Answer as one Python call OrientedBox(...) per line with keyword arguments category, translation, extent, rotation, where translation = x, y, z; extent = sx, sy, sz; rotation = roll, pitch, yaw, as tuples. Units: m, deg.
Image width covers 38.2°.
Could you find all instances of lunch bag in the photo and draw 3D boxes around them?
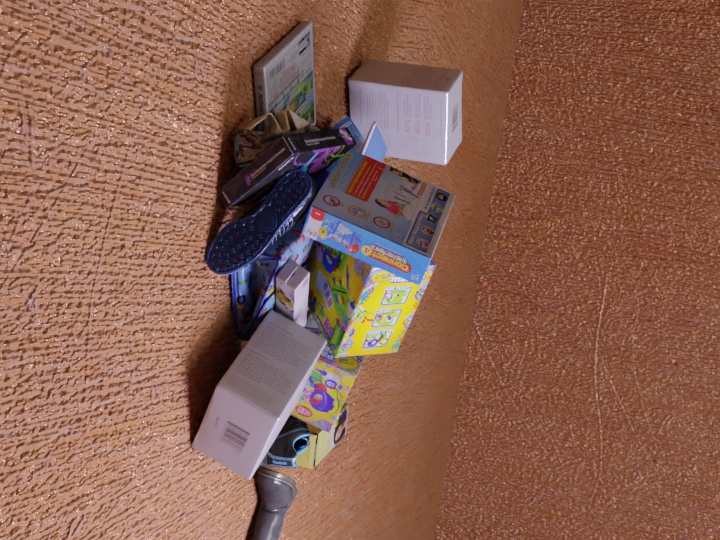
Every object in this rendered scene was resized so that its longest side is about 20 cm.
OrientedBox(category="lunch bag", translation=(-0.147, 0.009, 1.663), extent=(0.151, 0.093, 0.201), rotation=(-51, 159, -50))

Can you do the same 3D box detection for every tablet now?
OrientedBox(category="tablet", translation=(-0.001, -0.152, 1.837), extent=(0.130, 0.014, 0.201), rotation=(53, 56, -72))

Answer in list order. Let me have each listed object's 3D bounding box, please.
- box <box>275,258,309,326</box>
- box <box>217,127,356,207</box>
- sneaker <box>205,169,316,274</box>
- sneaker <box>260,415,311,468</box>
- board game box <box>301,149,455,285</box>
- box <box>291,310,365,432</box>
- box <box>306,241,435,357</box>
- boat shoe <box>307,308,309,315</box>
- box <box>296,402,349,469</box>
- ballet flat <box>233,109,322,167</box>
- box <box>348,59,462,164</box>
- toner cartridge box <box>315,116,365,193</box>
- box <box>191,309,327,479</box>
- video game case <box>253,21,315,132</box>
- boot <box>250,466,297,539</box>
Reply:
OrientedBox(category="box", translation=(-0.108, 0.048, 1.642), extent=(0.042, 0.039, 0.200), rotation=(-50, 167, -22))
OrientedBox(category="box", translation=(-0.107, -0.155, 1.557), extent=(0.036, 0.143, 0.200), rotation=(58, 29, 7))
OrientedBox(category="sneaker", translation=(-0.140, -0.065, 1.531), extent=(0.200, 0.070, 0.078), rotation=(-42, 170, 1))
OrientedBox(category="sneaker", translation=(-0.121, 0.297, 1.896), extent=(0.200, 0.081, 0.074), rotation=(-57, 151, -55))
OrientedBox(category="board game box", translation=(0.032, -0.088, 1.602), extent=(0.200, 0.195, 0.056), rotation=(-63, 176, -54))
OrientedBox(category="box", translation=(-0.054, 0.145, 1.863), extent=(0.201, 0.121, 0.193), rotation=(113, 2, -50))
OrientedBox(category="box", translation=(0.000, 0.000, 1.698), extent=(0.201, 0.121, 0.194), rotation=(61, -39, 40))
OrientedBox(category="boat shoe", translation=(-0.118, 0.065, 1.796), extent=(0.073, 0.064, 0.201), rotation=(77, 27, -49))
OrientedBox(category="box", translation=(-0.079, 0.329, 2.112), extent=(0.200, 0.050, 0.076), rotation=(-33, 131, -67))
OrientedBox(category="ballet flat", translation=(-0.120, -0.208, 1.575), extent=(0.200, 0.072, 0.073), rotation=(-25, 125, -52))
OrientedBox(category="box", translation=(0.087, -0.306, 1.997), extent=(0.107, 0.198, 0.153), rotation=(-56, 151, -50))
OrientedBox(category="toner cartridge box", translation=(-0.044, -0.201, 1.841), extent=(0.095, 0.043, 0.200), rotation=(56, 29, -8))
OrientedBox(category="box", translation=(-0.154, 0.188, 1.600), extent=(0.153, 0.106, 0.200), rotation=(-64, 176, 37))
OrientedBox(category="video game case", translation=(-0.118, -0.279, 1.670), extent=(0.200, 0.022, 0.184), rotation=(-59, 154, -52))
OrientedBox(category="boot", translation=(-0.176, 0.468, 1.866), extent=(0.201, 0.072, 0.182), rotation=(-65, 157, -22))
